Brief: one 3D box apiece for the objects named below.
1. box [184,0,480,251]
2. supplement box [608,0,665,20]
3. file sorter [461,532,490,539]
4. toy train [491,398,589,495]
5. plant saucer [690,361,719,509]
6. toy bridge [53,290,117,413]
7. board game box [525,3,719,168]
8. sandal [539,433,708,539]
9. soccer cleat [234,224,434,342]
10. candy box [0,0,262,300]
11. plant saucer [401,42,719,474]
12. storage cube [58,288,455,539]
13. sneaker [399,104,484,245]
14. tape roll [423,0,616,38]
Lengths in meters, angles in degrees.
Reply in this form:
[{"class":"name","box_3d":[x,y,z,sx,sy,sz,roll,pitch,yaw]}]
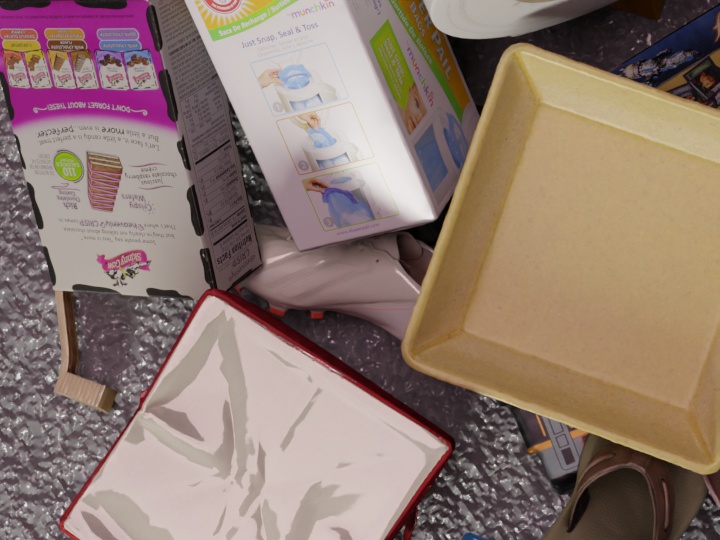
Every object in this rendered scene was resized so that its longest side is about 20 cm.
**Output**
[{"class":"box","box_3d":[-0.016,-0.131,1.335,0.101,0.113,0.200,-12,115,28]},{"class":"supplement box","box_3d":[0.129,-0.297,1.422,0.197,0.133,0.201,19,85,16]},{"class":"file sorter","box_3d":[0.124,0.274,1.309,0.199,0.123,0.139,18,41,16]},{"class":"toy train","box_3d":[0.179,0.060,1.379,0.199,0.085,0.114,-21,89,6]},{"class":"plant saucer","box_3d":[0.296,0.087,1.297,0.199,0.034,0.201,-4,73,13]},{"class":"toy bridge","box_3d":[-0.167,-0.009,1.495,0.067,0.027,0.201,18,84,17]},{"class":"board game box","box_3d":[0.207,-0.088,1.367,0.200,0.136,0.035,-31,46,6]},{"class":"sandal","box_3d":[0.153,0.144,1.288,0.080,0.057,0.201,30,62,5]},{"class":"soccer cleat","box_3d":[0.000,0.000,1.419,0.199,0.069,0.078,21,126,18]},{"class":"candy box","box_3d":[-0.149,-0.085,1.389,0.136,0.061,0.201,4,116,32]},{"class":"plant saucer","box_3d":[0.147,-0.008,1.290,0.199,0.048,0.201,20,93,5]},{"class":"storage cube","box_3d":[-0.059,0.128,1.351,0.200,0.180,0.171,33,89,4]},{"class":"sneaker","box_3d":[0.065,-0.090,1.432,0.104,0.060,0.201,-15,84,24]},{"class":"tape roll","box_3d":[0.108,-0.238,1.243,0.202,0.203,0.140,-24,76,8]}]
